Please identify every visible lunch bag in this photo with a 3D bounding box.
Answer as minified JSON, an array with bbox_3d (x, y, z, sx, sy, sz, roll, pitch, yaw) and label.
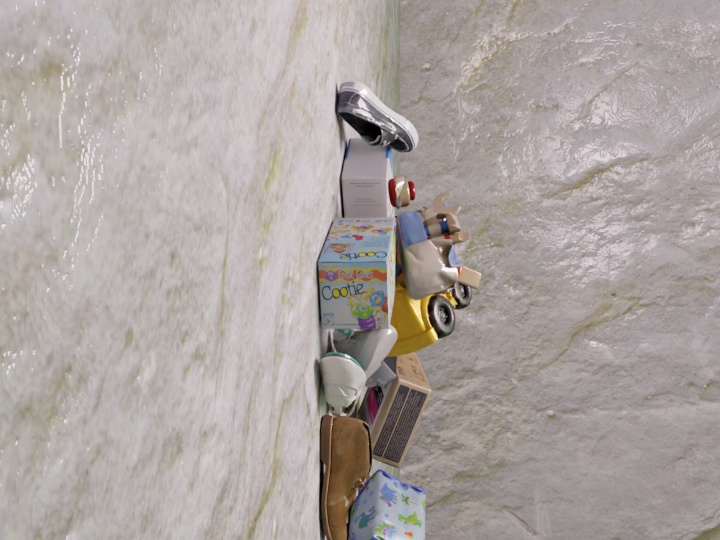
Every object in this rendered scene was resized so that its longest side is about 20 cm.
[{"bbox_3d":[0.019,0.470,1.571,0.202,0.126,0.171,-60,-170,29],"label":"lunch bag"}]

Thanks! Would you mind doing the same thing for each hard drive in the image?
[{"bbox_3d":[0.018,0.106,1.656,0.201,0.041,0.137,55,33,-49],"label":"hard drive"}]

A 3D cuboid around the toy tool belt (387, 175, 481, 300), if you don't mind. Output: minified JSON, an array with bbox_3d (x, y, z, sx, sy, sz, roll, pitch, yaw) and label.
[{"bbox_3d":[0.120,-0.059,1.508,0.125,0.120,0.204,104,-23,-74],"label":"toy tool belt"}]

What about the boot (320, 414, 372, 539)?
[{"bbox_3d":[-0.020,0.317,1.380,0.074,0.074,0.205,-66,157,-81],"label":"boot"}]

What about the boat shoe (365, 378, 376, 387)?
[{"bbox_3d":[0.011,0.119,1.766,0.068,0.071,0.205,5,92,-63],"label":"boat shoe"}]

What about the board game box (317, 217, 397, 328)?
[{"bbox_3d":[0.000,0.000,1.412,0.201,0.102,0.105,-74,163,-68],"label":"board game box"}]

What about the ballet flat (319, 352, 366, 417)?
[{"bbox_3d":[-0.027,0.178,1.377,0.201,0.068,0.071,85,7,-69],"label":"ballet flat"}]

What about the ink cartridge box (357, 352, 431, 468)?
[{"bbox_3d":[0.061,0.254,1.794,0.200,0.074,0.167,-112,-137,-74],"label":"ink cartridge box"}]

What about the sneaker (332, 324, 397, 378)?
[{"bbox_3d":[-0.005,0.115,1.432,0.075,0.089,0.201,-40,170,-24],"label":"sneaker"}]

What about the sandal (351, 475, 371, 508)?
[{"bbox_3d":[0.010,0.408,1.790,0.081,0.053,0.204,79,13,-64],"label":"sandal"}]

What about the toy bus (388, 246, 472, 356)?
[{"bbox_3d":[0.082,0.019,1.612,0.194,0.134,0.200,59,40,-14],"label":"toy bus"}]

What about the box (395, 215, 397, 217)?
[{"bbox_3d":[0.170,-0.087,2.723,0.200,0.192,0.120,-63,154,-77],"label":"box"}]

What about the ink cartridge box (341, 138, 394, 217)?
[{"bbox_3d":[0.016,-0.115,1.682,0.148,0.084,0.203,-82,169,-54],"label":"ink cartridge box"}]

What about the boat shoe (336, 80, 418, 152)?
[{"bbox_3d":[0.028,-0.241,1.581,0.199,0.071,0.069,35,60,-47],"label":"boat shoe"}]
